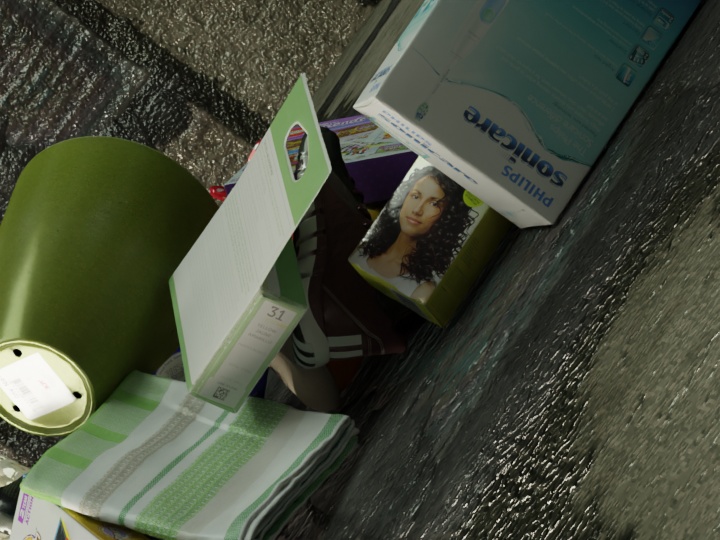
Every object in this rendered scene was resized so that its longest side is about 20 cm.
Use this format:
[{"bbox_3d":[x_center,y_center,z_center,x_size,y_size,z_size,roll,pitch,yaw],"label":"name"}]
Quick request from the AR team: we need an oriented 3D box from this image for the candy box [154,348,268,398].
[{"bbox_3d":[-0.169,0.128,1.823,0.169,0.077,0.200,-36,-10,-13],"label":"candy box"}]

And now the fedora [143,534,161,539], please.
[{"bbox_3d":[-0.123,0.195,1.544,0.177,0.090,0.200,-53,9,17],"label":"fedora"}]

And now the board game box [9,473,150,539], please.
[{"bbox_3d":[-0.193,0.244,1.442,0.200,0.040,0.154,26,104,54],"label":"board game box"}]

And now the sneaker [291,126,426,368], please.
[{"bbox_3d":[0.008,-0.017,1.530,0.076,0.115,0.201,88,-178,-59],"label":"sneaker"}]

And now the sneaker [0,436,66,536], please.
[{"bbox_3d":[-0.221,0.149,1.605,0.199,0.076,0.115,-3,-68,-66],"label":"sneaker"}]

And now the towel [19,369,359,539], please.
[{"bbox_3d":[-0.119,0.128,1.449,0.149,0.199,0.031,-44,-45,-44],"label":"towel"}]

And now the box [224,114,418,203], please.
[{"bbox_3d":[0.007,-0.091,1.669,0.199,0.039,0.137,-9,19,23],"label":"box"}]

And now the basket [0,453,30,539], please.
[{"bbox_3d":[-0.314,0.280,1.834,0.200,0.161,0.199,17,68,50],"label":"basket"}]

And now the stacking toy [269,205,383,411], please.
[{"bbox_3d":[0.000,0.000,1.626,0.200,0.146,0.146,-37,5,-11],"label":"stacking toy"}]

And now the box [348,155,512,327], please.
[{"bbox_3d":[0.080,-0.065,1.450,0.200,0.075,0.050,-57,-29,-9],"label":"box"}]

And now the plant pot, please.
[{"bbox_3d":[-0.214,0.030,1.599,0.187,0.187,0.200,-49,13,37],"label":"plant pot"}]

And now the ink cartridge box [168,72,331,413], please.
[{"bbox_3d":[-0.065,-0.020,1.471,0.200,0.048,0.146,-54,27,23],"label":"ink cartridge box"}]

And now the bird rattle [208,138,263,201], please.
[{"bbox_3d":[-0.071,-0.006,1.786,0.113,0.163,0.200,-39,15,14],"label":"bird rattle"}]

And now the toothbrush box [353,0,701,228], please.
[{"bbox_3d":[0.113,-0.149,1.374,0.200,0.146,0.085,-57,8,-7],"label":"toothbrush box"}]

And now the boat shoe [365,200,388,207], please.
[{"bbox_3d":[0.014,-0.063,1.761,0.070,0.071,0.200,-24,5,11],"label":"boat shoe"}]
